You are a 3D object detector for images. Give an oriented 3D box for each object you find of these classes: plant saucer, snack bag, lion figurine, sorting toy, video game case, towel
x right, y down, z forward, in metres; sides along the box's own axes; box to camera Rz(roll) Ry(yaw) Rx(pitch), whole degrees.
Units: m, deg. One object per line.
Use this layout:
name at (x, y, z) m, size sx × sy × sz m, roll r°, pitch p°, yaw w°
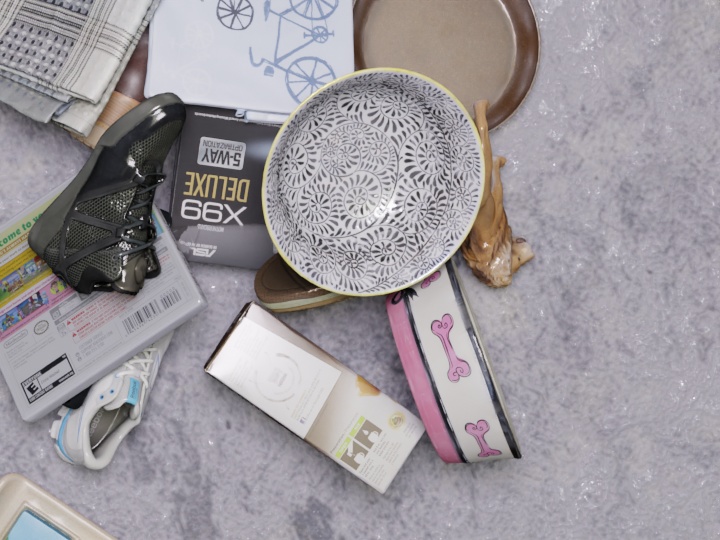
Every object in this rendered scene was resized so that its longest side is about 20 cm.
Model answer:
plant saucer at (0.082, -0.227, 1.349) m, size 0.198 × 0.032 × 0.203 m, roll 0°, pitch 87°, yaw -8°
snack bag at (-0.100, -0.222, 1.223) m, size 0.198 × 0.021 × 0.191 m, roll 4°, pitch 71°, yaw -15°
lion figurine at (0.109, -0.070, 1.282) m, size 0.072 × 0.200 × 0.124 m, roll -7°, pitch 64°, yaw 20°
sorting toy at (-0.300, 0.318, 1.258) m, size 0.199 × 0.036 × 0.186 m, roll 34°, pitch 82°, yaw -5°
video game case at (-0.260, 0.010, 1.233) m, size 0.199 × 0.022 × 0.183 m, roll -33°, pitch 69°, yaw 7°
towel at (-0.273, -0.235, 1.202) m, size 0.191 × 0.035 × 0.201 m, roll 24°, pitch 84°, yaw 24°

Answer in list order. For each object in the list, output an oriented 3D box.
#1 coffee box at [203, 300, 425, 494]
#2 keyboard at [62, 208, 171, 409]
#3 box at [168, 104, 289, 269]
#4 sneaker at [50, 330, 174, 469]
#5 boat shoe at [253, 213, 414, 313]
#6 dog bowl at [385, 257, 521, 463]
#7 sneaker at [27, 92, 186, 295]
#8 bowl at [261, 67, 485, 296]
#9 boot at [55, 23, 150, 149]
coffee box at (-0.046, 0.117, 1.268) m, size 0.199 × 0.114 × 0.080 m, roll 35°, pitch 83°, yaw -5°
keyboard at (-0.255, 0.021, 1.251) m, size 0.040 × 0.104 × 0.201 m, roll 33°, pitch 80°, yaw -47°
box at (-0.079, -0.079, 1.271) m, size 0.198 × 0.050 × 0.159 m, roll 8°, pitch 114°, yaw -10°
sneaker at (-0.215, 0.096, 1.251) m, size 0.075 × 0.086 × 0.202 m, roll 24°, pitch 85°, yaw -29°
boat shoe at (0.000, 0.000, 1.255) m, size 0.198 × 0.076 × 0.072 m, roll -20°, pitch 53°, yaw -5°
dog bowl at (0.084, 0.090, 1.256) m, size 0.073 × 0.200 × 0.202 m, roll -20°, pitch 90°, yaw 5°
sneaker at (-0.197, -0.055, 1.169) m, size 0.114 × 0.076 × 0.200 m, roll 46°, pitch 107°, yaw 16°
bowl at (0.001, -0.087, 1.179) m, size 0.199 × 0.094 × 0.203 m, roll -6°, pitch 112°, yaw -14°
boot at (-0.260, -0.217, 1.259) m, size 0.199 × 0.072 × 0.167 m, roll 31°, pitch 87°, yaw 15°
